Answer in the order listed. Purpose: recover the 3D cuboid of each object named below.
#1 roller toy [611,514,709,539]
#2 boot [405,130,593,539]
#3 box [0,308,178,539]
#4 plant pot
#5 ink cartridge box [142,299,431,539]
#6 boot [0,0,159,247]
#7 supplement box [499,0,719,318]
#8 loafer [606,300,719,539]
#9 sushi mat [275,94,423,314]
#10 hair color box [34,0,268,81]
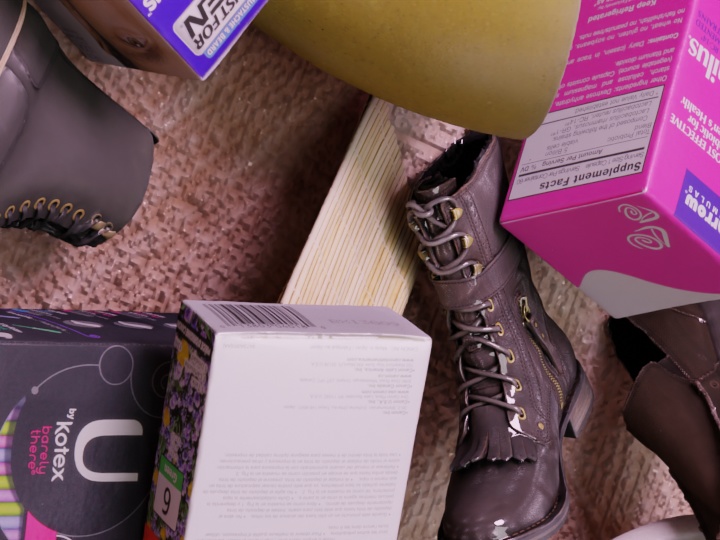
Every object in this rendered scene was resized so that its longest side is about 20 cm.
[{"bbox_3d":[0.177,0.230,1.530,0.182,0.140,0.200,-37,135,6],"label":"roller toy"},{"bbox_3d":[0.057,0.034,1.444,0.200,0.069,0.174,-66,141,-56],"label":"boot"},{"bbox_3d":[-0.135,0.084,1.325,0.200,0.106,0.122,2,97,-36],"label":"box"},{"bbox_3d":[0.016,-0.167,1.354,0.142,0.200,0.200,4,97,-11],"label":"plant pot"},{"bbox_3d":[-0.041,0.116,1.290,0.109,0.050,0.200,2,107,-27],"label":"ink cartridge box"},{"bbox_3d":[-0.161,-0.025,1.283,0.138,0.077,0.200,43,56,-37],"label":"boot"},{"bbox_3d":[0.160,-0.089,1.468,0.101,0.103,0.200,37,59,-35],"label":"supplement box"},{"bbox_3d":[0.174,0.086,1.513,0.071,0.200,0.073,2,124,-12],"label":"loafer"},{"bbox_3d":[0.000,0.000,1.390,0.200,0.012,0.096,-68,142,-53],"label":"sushi mat"},{"bbox_3d":[-0.141,-0.176,1.272,0.200,0.109,0.065,45,73,-32],"label":"hair color box"}]
